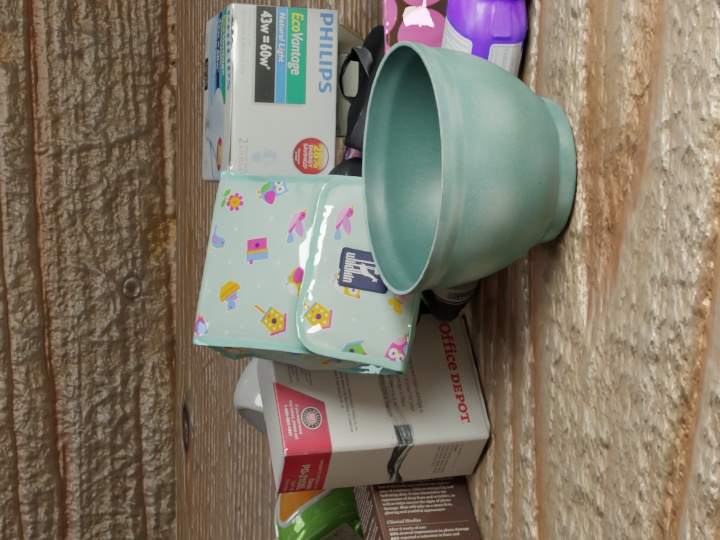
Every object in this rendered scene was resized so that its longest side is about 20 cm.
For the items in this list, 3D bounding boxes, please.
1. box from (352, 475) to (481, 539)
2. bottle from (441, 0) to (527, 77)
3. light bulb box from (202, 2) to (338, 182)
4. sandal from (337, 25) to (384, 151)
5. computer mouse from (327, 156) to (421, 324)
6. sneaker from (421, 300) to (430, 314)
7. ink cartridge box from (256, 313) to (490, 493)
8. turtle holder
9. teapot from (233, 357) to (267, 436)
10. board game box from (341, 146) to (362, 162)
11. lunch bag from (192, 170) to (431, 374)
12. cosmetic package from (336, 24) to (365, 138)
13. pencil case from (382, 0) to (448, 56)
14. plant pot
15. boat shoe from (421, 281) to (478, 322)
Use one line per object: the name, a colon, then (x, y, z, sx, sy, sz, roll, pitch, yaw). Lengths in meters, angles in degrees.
box: (0.054, 0.245, 1.417, 0.075, 0.099, 0.201, 105, 158, -47)
bottle: (0.107, -0.206, 1.243, 0.084, 0.065, 0.201, -115, 28, -55)
light bulb box: (-0.107, -0.196, 1.658, 0.200, 0.124, 0.200, -168, 79, -76)
sandal: (0.002, -0.195, 1.457, 0.201, 0.043, 0.076, -83, 16, -58)
computer mouse: (0.005, -0.045, 1.402, 0.200, 0.052, 0.140, 49, 138, 51)
sneaker: (-0.002, 0.001, 1.539, 0.104, 0.060, 0.201, -42, 72, 41)
ink cartridge box: (0.010, 0.125, 1.386, 0.085, 0.198, 0.146, 104, 159, -53)
turtle holder: (-0.015, 0.288, 1.631, 0.141, 0.184, 0.132, -56, 42, 25)
teapot: (-0.042, 0.136, 1.687, 0.147, 0.199, 0.198, -61, -16, -15)
board game box: (0.015, -0.153, 1.519, 0.200, 0.032, 0.121, 126, 158, -64)
lunch bag: (-0.036, 0.003, 1.292, 0.122, 0.198, 0.172, 31, -114, -63)
cosmetic package: (-0.031, -0.234, 1.748, 0.200, 0.072, 0.104, -126, 38, -65)
pencil case: (0.057, -0.209, 1.373, 0.091, 0.093, 0.202, 113, 155, -82)
plant pot: (0.093, -0.082, 1.171, 0.200, 0.133, 0.202, 180, 90, -72)
boat shoe: (0.062, -0.042, 1.420, 0.064, 0.070, 0.201, 110, 153, -51)
